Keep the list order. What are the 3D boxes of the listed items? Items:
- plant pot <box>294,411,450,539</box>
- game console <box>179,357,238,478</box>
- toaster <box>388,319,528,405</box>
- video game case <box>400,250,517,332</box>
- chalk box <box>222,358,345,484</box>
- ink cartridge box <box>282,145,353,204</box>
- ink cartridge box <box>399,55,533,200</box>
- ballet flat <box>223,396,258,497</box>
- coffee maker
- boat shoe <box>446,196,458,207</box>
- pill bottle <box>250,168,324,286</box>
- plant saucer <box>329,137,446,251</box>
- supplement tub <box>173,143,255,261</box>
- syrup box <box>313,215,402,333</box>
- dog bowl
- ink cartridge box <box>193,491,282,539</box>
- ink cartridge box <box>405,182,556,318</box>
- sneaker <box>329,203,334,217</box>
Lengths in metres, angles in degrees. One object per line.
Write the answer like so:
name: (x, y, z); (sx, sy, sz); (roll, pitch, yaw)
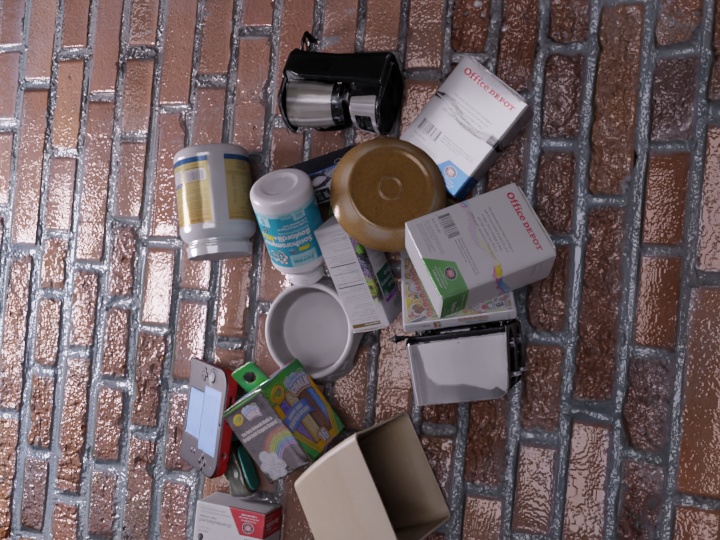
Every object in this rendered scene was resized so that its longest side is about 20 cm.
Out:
plant pot: (0.007, 0.385, 1.424); (0.176, 0.200, 0.201); (-29, 79, 26)
game console: (-0.291, 0.276, 1.560); (0.176, 0.031, 0.202); (8, 90, 52)
toaster: (0.171, 0.149, 1.377); (0.198, 0.181, 0.120); (-8, 86, 18)
video game case: (0.159, 0.019, 1.383); (0.180, 0.201, 0.023); (-8, 128, 8)
chalk box: (-0.148, 0.249, 1.474); (0.124, 0.124, 0.201); (-34, 91, 36)
ink cartridge box: (-0.099, -0.159, 1.529); (0.198, 0.039, 0.100); (-19, 42, 17)
ink cartridge box: (0.182, -0.246, 1.441); (0.144, 0.084, 0.200); (42, 101, 15)
ballet flat: (-0.247, 0.331, 1.570); (0.063, 0.067, 0.202); (-17, 82, 21)
coffee maker: (-0.030, -0.343, 1.491); (0.198, 0.135, 0.194); (6, 89, 18)
boat shoe: (0.147, -0.095, 1.456); (0.200, 0.066, 0.072); (30, 84, 33)
pill bottle: (-0.118, -0.070, 1.466); (0.110, 0.111, 0.201); (-1, 130, 18)
plant saucer: (0.049, -0.133, 1.376); (0.198, 0.035, 0.202); (1, 77, -5)
supplement tub: (-0.272, -0.126, 1.556); (0.143, 0.145, 0.202); (-7, 85, 18)
syrup box: (0.000, 0.000, 1.452); (0.081, 0.079, 0.201); (-14, 107, 30)
dog bowl: (-0.087, 0.110, 1.530); (0.198, 0.059, 0.202); (-1, 87, 19)
ink cartridge box: (-0.235, 0.534, 1.547); (0.143, 0.084, 0.202); (6, 90, 18)
ink cartridge box: (0.187, -0.033, 1.312); (0.199, 0.088, 0.146); (-21, 64, -7)
sneaker: (0.030, -0.078, 1.496); (0.199, 0.074, 0.084); (22, 104, 28)
